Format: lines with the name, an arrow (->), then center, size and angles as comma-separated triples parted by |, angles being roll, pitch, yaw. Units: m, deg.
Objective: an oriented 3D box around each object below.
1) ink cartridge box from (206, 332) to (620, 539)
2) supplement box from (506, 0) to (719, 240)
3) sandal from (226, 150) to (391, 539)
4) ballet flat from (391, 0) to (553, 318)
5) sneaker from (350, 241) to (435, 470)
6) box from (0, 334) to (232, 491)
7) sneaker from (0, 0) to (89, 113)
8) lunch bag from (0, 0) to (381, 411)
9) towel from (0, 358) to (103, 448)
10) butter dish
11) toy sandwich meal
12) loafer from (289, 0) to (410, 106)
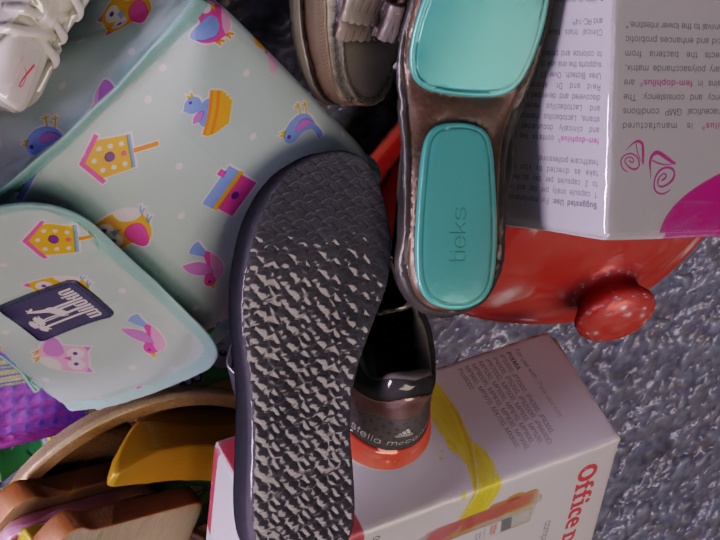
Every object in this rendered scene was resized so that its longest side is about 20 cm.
ink cartridge box -> 0.025, 0.131, 1.172 | 0.200, 0.083, 0.145 | -18, 144, -21
supplement box -> 0.130, -0.118, 1.055 | 0.101, 0.103, 0.200 | -2, 95, -31
sandal -> -0.034, 0.041, 1.048 | 0.076, 0.043, 0.200 | 4, 98, -28
ballet flat -> 0.043, -0.079, 1.039 | 0.068, 0.068, 0.200 | 9, 98, -13
sneaker -> 0.000, 0.000, 1.122 | 0.077, 0.200, 0.082 | -7, 145, -24
box -> -0.108, 0.096, 1.259 | 0.200, 0.048, 0.117 | -19, 137, -17
sneaker -> -0.144, -0.117, 0.966 | 0.200, 0.099, 0.078 | -36, 142, 21
lunch bag -> -0.118, -0.037, 1.059 | 0.200, 0.122, 0.170 | -45, 136, 0
towel -> -0.191, 0.025, 1.128 | 0.200, 0.023, 0.144 | -9, 115, -28
butter dish -> 0.114, -0.030, 1.195 | 0.199, 0.148, 0.200 | 1, 146, -36
toy sandwich meal -> -0.118, 0.143, 1.199 | 0.205, 0.070, 0.205 | -21, 142, -17
loafer -> 0.012, -0.169, 1.032 | 0.072, 0.063, 0.200 | -17, 118, -50
